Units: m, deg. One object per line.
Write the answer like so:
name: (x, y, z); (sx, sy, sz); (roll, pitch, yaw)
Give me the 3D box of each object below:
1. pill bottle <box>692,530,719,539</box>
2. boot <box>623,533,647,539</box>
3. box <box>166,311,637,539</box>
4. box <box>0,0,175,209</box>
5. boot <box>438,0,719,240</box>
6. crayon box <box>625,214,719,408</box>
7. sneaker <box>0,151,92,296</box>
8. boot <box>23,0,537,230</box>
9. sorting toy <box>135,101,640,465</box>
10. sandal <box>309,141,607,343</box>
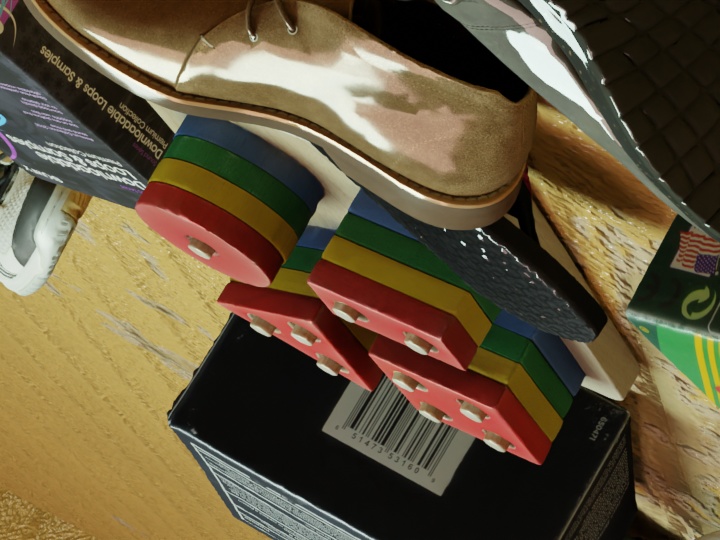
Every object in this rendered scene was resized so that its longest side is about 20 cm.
pill bottle: (0.211, 0.218, 1.498); (0.119, 0.120, 0.200); (26, 167, 18)
boot: (0.112, 0.164, 1.650); (0.130, 0.068, 0.200); (29, 170, -24)
box: (0.028, 0.099, 1.434); (0.200, 0.123, 0.198); (28, 167, 14)
box: (-0.166, -0.093, 1.322); (0.143, 0.036, 0.200); (18, 164, 44)
boot: (0.045, -0.087, 0.802); (0.200, 0.068, 0.131); (43, 169, -23)
crayon box: (0.202, 0.057, 1.044); (0.127, 0.051, 0.200); (16, 162, 46)
sneaker: (-0.206, -0.038, 1.537); (0.088, 0.076, 0.200); (33, 167, -17)
boot: (-0.028, -0.090, 0.993); (0.200, 0.074, 0.076); (24, 148, 7)
sorting toy: (0.000, 0.000, 1.235); (0.198, 0.070, 0.200); (23, 166, 29)
sandal: (0.023, -0.048, 1.082); (0.200, 0.045, 0.075); (41, 166, 18)
